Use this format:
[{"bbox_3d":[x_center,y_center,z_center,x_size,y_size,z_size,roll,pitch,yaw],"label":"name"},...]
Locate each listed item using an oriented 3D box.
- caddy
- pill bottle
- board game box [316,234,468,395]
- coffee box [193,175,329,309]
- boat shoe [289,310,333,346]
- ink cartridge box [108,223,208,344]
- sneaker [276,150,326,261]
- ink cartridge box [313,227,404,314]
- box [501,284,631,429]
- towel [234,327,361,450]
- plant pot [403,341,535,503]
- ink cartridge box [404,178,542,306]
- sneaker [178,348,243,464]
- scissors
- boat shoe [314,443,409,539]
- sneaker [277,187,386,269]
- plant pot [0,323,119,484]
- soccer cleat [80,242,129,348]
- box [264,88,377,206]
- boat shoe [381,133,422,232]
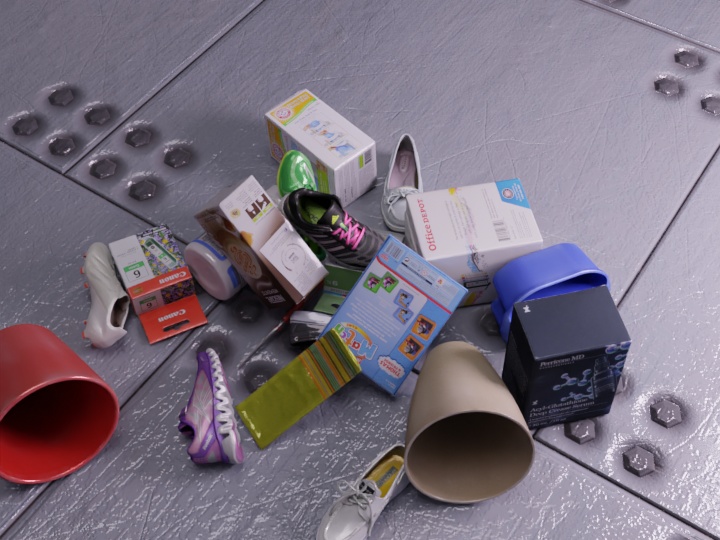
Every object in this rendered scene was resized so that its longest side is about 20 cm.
[{"bbox_3d":[0.302,0.047,1.700,0.199,0.142,0.105,-19,48,-13],"label":"caddy"},{"bbox_3d":[-0.190,-0.051,1.804,0.113,0.114,0.200,35,59,26],"label":"pill bottle"},{"bbox_3d":[0.049,0.069,1.652,0.151,0.037,0.201,35,94,-1],"label":"board game box"},{"bbox_3d":[-0.158,-0.042,1.690,0.080,0.114,0.200,-45,106,-25],"label":"coffee box"},{"bbox_3d":[-0.020,0.113,1.705,0.198,0.070,0.067,11,76,0],"label":"boat shoe"},{"bbox_3d":[-0.341,0.020,1.790,0.108,0.051,0.201,-21,53,-15],"label":"ink cartridge box"},{"bbox_3d":[-0.085,-0.103,1.765,0.074,0.083,0.202,-6,85,-40],"label":"sneaker"},{"bbox_3d":[0.000,0.000,1.754,0.103,0.060,0.200,12,33,11],"label":"ink cartridge box"},{"bbox_3d":[0.303,0.134,1.591,0.147,0.201,0.108,-10,51,-7],"label":"box"},{"bbox_3d":[-0.096,0.179,1.621,0.200,0.018,0.086,-39,62,4],"label":"towel"},{"bbox_3d":[0.149,0.205,1.571,0.186,0.188,0.201,-3,36,-1],"label":"plant pot"},{"bbox_3d":[0.181,-0.041,1.768,0.198,0.145,0.148,-8,51,-5],"label":"ink cartridge box"},{"bbox_3d":[-0.239,0.211,1.623,0.088,0.081,0.201,-15,53,-1],"label":"sneaker"},{"bbox_3d":[-0.126,0.088,1.748,0.014,0.073,0.200,40,85,7],"label":"scissors"},{"bbox_3d":[0.007,0.323,1.518,0.074,0.086,0.202,35,59,25],"label":"boat shoe"},{"bbox_3d":[-0.039,-0.069,1.673,0.199,0.087,0.074,31,73,0],"label":"sneaker"},{"bbox_3d":[-0.486,0.186,1.585,0.199,0.201,0.177,-28,46,-20],"label":"plant pot"},{"bbox_3d":[-0.417,0.037,1.762,0.077,0.069,0.201,-20,56,17],"label":"soccer cleat"},{"bbox_3d":[-0.073,-0.222,1.937,0.101,0.113,0.200,-36,59,-23],"label":"box"},{"bbox_3d":[0.077,-0.156,1.912,0.074,0.065,0.203,4,52,5],"label":"boat shoe"}]
